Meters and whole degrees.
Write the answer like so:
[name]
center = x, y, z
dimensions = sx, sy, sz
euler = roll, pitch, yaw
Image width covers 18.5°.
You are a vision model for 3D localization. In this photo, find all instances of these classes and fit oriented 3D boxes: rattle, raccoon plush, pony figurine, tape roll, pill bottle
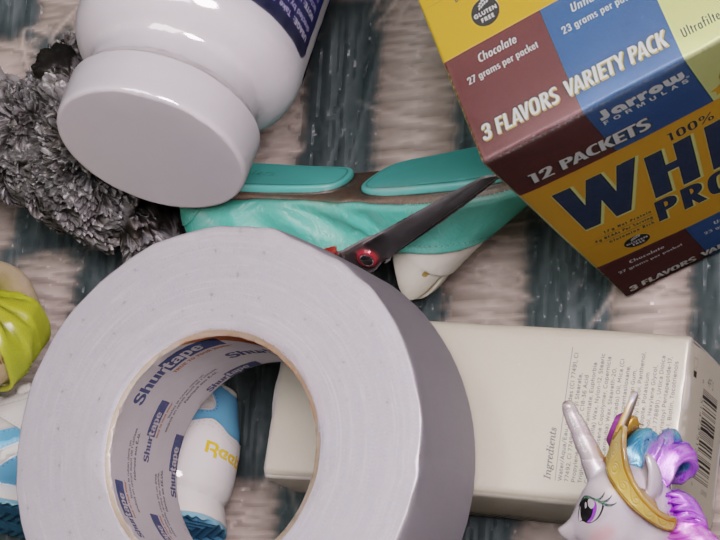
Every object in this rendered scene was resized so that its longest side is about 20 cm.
[rattle]
center = -0.258, -0.002, 1.108
dimensions = 0.199, 0.143, 0.130
euler = 22, 64, 46
[raccoon plush]
center = -0.166, -0.029, 1.130
dimensions = 0.133, 0.097, 0.201
euler = -25, 65, 24
[pony figurine]
center = 0.116, 0.174, 0.890
dimensions = 0.193, 0.166, 0.201
euler = 37, 104, 14
[tape roll]
center = -0.052, 0.084, 0.977
dimensions = 0.199, 0.066, 0.202
euler = -6, 76, 24
[pill bottle]
center = -0.072, -0.138, 1.074
dimensions = 0.115, 0.116, 0.201
euler = 2, 56, 25

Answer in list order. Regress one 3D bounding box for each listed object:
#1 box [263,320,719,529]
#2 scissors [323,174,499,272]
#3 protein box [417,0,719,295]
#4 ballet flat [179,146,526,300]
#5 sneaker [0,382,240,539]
[box]
center = 0.061, 0.070, 1.005
dimensions = 0.198, 0.068, 0.083
euler = 4, 76, 26
[scissors]
center = 0.000, 0.000, 1.036
dimensions = 0.199, 0.073, 0.014
euler = -16, 34, 33
[protein box]
center = 0.112, -0.127, 0.967
dimensions = 0.134, 0.200, 0.200
euler = -27, 65, 15
[ballet flat]
center = 0.006, -0.020, 1.066
dimensions = 0.199, 0.067, 0.071
euler = -2, 110, 26
[sneaker]
center = -0.151, 0.088, 1.098
dimensions = 0.198, 0.077, 0.081
euler = 4, 67, 19
